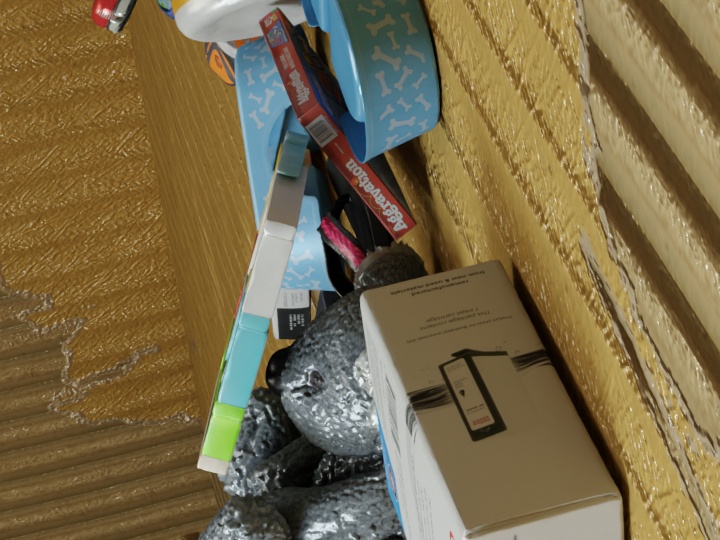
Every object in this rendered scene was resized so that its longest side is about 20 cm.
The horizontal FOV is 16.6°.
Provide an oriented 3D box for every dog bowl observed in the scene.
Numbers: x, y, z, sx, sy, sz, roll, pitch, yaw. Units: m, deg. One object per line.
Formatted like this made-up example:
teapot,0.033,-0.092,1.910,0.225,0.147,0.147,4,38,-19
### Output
dog bowl,-0.053,-0.080,1.821,0.111,0.049,0.201,28,-126,-81
dog bowl,0.000,-0.158,1.453,0.112,0.049,0.201,88,166,-55

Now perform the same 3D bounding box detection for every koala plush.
koala plush,0.005,0.093,1.534,0.178,0.183,0.201,-82,3,-64

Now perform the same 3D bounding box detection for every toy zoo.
toy zoo,-0.060,0.008,1.500,0.131,0.020,0.201,-84,10,-68

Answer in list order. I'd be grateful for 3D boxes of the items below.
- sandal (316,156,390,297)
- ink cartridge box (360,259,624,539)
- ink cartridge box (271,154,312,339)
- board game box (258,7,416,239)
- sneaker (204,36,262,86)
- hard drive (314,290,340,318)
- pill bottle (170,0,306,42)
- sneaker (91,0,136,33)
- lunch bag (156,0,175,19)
sandal,0.000,0.000,1.718,0.075,0.045,0.201,88,167,-61
ink cartridge box,0.069,0.114,1.271,0.200,0.084,0.146,-114,13,-51
ink cartridge box,-0.055,-0.053,1.978,0.095,0.037,0.201,88,179,-55
board game box,-0.017,-0.097,1.571,0.103,0.019,0.200,51,-173,-23
sneaker,-0.119,-0.234,2.071,0.112,0.077,0.201,97,159,-65
hard drive,0.005,0.121,1.893,0.135,0.042,0.201,103,154,-72
pill bottle,-0.090,-0.266,1.680,0.116,0.116,0.201,123,134,-79
sneaker,-0.195,-0.263,1.819,0.077,0.085,0.201,123,150,-56
lunch bag,-0.114,-0.275,1.849,0.200,0.082,0.161,-123,44,-67
